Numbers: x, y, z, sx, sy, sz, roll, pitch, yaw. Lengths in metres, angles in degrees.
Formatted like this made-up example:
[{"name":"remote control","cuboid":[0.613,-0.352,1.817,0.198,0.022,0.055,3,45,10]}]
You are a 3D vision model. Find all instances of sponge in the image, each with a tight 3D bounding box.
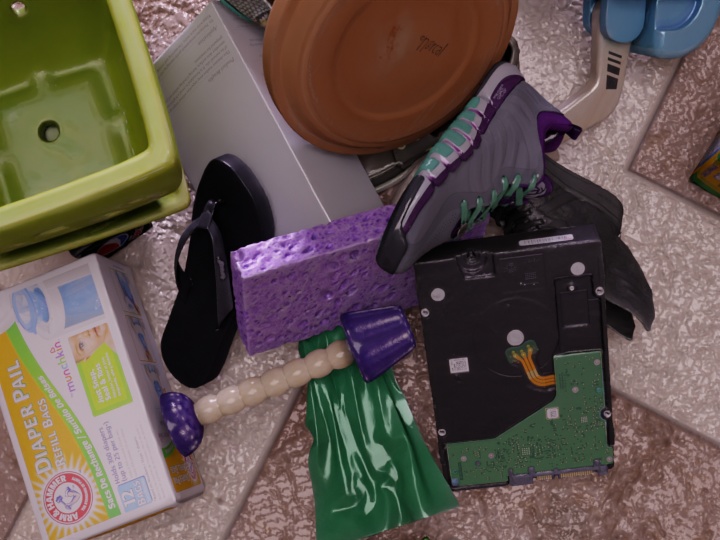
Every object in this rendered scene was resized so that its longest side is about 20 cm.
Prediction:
[{"name":"sponge","cuboid":[0.000,0.000,0.827,0.197,0.112,0.030,-17,58,-15]}]

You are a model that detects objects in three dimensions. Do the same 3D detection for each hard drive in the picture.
[{"name":"hard drive","cuboid":[0.119,0.070,0.824,0.137,0.038,0.203,-8,114,6]}]

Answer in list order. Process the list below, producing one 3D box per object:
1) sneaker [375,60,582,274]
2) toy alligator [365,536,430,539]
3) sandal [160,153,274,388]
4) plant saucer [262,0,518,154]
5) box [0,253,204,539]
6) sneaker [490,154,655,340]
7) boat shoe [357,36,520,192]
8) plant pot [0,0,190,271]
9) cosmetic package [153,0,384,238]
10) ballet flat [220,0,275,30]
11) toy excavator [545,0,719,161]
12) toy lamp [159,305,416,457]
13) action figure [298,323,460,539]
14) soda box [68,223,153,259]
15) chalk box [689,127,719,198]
[{"name":"sneaker","cuboid":[0.089,-0.063,0.769,0.087,0.075,0.201,33,62,4]},{"name":"toy alligator","cuboid":[-0.022,0.278,0.849,0.054,0.059,0.201,38,88,7]},{"name":"sandal","cuboid":[-0.117,0.009,0.842,0.076,0.043,0.203,31,119,27]},{"name":"plant saucer","cuboid":[0.027,-0.163,0.769,0.199,0.201,0.033,-32,53,0]},{"name":"box","cuboid":[-0.214,0.105,0.861,0.111,0.101,0.203,-21,82,1]},{"name":"sneaker","cuboid":[0.142,-0.029,0.846,0.197,0.060,0.106,24,60,-11]},{"name":"boat shoe","cuboid":[0.045,-0.129,0.888,0.200,0.060,0.073,-34,84,0]},{"name":"plant pot","cuboid":[-0.234,-0.112,0.775,0.196,0.182,0.203,-19,82,-2]},{"name":"cosmetic package","cuboid":[-0.080,-0.100,0.863,0.112,0.081,0.202,-32,83,37]},{"name":"ballet flat","cuboid":[-0.054,-0.204,0.824,0.072,0.072,0.201,-43,102,-2]},{"name":"toy excavator","cuboid":[0.212,-0.191,0.864,0.191,0.100,0.204,-5,106,-16]},{"name":"toy lamp","cuboid":[-0.053,0.081,0.829,0.197,0.058,0.059,-25,82,0]},{"name":"action figure","cuboid":[-0.003,0.108,0.869,0.116,0.055,0.203,-17,76,4]},{"name":"soda box","cuboid":[-0.257,-0.105,0.902,0.063,0.071,0.201,-34,83,-1]},{"name":"chalk box","cuboid":[0.378,-0.081,0.827,0.198,0.125,0.125,31,86,8]}]
